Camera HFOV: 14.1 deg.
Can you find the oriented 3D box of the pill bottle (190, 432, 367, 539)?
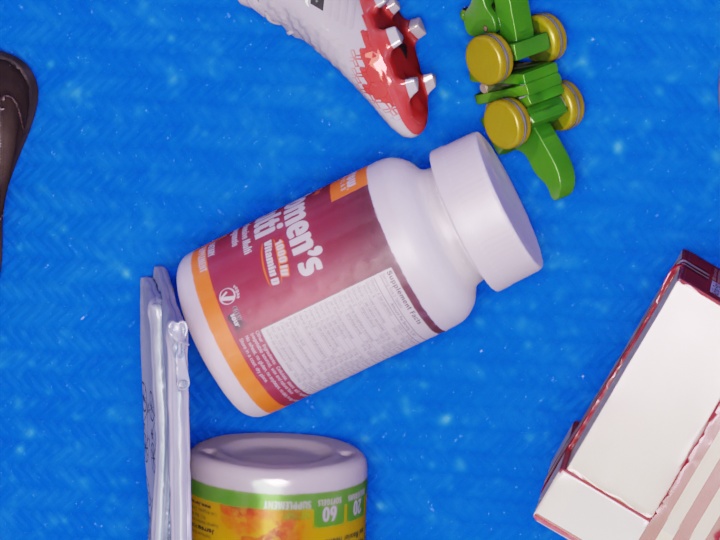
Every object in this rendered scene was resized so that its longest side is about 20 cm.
[{"bbox_3d":[-0.053,0.207,1.775,0.111,0.111,0.201,3,100,7],"label":"pill bottle"}]

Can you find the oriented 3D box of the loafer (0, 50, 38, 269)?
[{"bbox_3d":[-0.255,-0.037,1.781,0.073,0.071,0.201,15,101,5],"label":"loafer"}]

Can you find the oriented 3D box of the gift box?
[{"bbox_3d":[0.218,0.120,1.689,0.200,0.185,0.187,32,100,8],"label":"gift box"}]

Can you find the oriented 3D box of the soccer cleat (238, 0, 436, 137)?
[{"bbox_3d":[-0.026,-0.162,1.737,0.085,0.069,0.200,-28,92,20],"label":"soccer cleat"}]

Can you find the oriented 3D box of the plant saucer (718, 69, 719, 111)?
[{"bbox_3d":[0.311,-0.105,1.715,0.200,0.032,0.201,1,100,7],"label":"plant saucer"}]

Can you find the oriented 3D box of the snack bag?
[{"bbox_3d":[-0.116,0.105,1.726,0.021,0.200,0.189,-1,100,-7],"label":"snack bag"}]

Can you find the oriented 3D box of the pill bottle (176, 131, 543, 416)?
[{"bbox_3d":[0.000,0.000,1.734,0.200,0.110,0.110,-26,95,11],"label":"pill bottle"}]

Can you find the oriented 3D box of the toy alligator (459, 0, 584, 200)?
[{"bbox_3d":[0.083,-0.138,1.731,0.054,0.059,0.201,-8,101,50],"label":"toy alligator"}]
